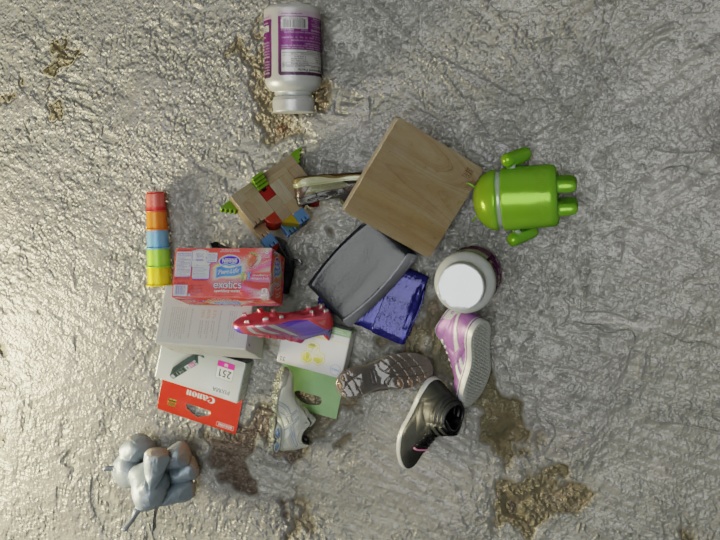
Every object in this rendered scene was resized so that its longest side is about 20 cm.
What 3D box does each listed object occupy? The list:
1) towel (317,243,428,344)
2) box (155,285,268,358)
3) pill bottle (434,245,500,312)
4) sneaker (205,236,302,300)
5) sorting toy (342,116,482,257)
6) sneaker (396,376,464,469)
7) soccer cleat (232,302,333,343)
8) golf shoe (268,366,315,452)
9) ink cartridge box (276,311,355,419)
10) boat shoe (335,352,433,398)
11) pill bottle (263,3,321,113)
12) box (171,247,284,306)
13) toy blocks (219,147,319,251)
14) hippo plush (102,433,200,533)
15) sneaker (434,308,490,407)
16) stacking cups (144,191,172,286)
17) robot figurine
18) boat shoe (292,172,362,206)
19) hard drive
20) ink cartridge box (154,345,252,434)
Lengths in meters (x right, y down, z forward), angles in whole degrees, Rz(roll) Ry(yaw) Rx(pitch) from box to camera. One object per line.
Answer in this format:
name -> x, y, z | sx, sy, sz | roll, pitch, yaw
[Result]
towel -> 0.026, 0.045, 1.729 | 0.199, 0.050, 0.148 | 22, 95, 11
box -> -0.302, 0.106, 1.771 | 0.199, 0.098, 0.125 | 3, 74, 14
pill bottle -> 0.198, 0.017, 1.589 | 0.112, 0.200, 0.113 | 2, 98, 14
sneaker -> -0.214, -0.030, 1.768 | 0.200, 0.075, 0.114 | 32, 98, 8
sorting toy -> 0.093, -0.161, 1.639 | 0.199, 0.070, 0.199 | 28, 100, -20
sneaker -> 0.138, 0.319, 1.697 | 0.099, 0.070, 0.201 | 34, 108, 48
soccer cleat -> -0.149, 0.114, 1.694 | 0.199, 0.067, 0.077 | -7, 110, -16
golf shoe -> -0.139, 0.285, 1.782 | 0.097, 0.078, 0.201 | 3, 119, -5
ink cartridge box -> -0.100, 0.199, 1.779 | 0.145, 0.048, 0.201 | 14, 98, 12
boat shoe -> 0.046, 0.206, 1.729 | 0.199, 0.073, 0.075 | -9, 86, -5
pill bottle -> -0.131, -0.408, 1.676 | 0.112, 0.112, 0.201 | 2, 97, 14
box -> -0.256, 0.013, 1.683 | 0.199, 0.095, 0.103 | -1, 79, 11
toy blocks -> -0.158, -0.129, 1.712 | 0.200, 0.100, 0.137 | -38, 86, -16
hippo plush -> -0.456, 0.444, 1.874 | 0.160, 0.159, 0.201 | 19, 86, 42
sneaker -> 0.195, 0.163, 1.695 | 0.114, 0.072, 0.201 | 27, 123, 43
stacking cups -> -0.434, -0.067, 1.828 | 0.060, 0.060, 0.201 | -3, 93, 15
robot figurine -> 0.299, -0.135, 1.596 | 0.199, 0.116, 0.176 | -4, 108, 15
boat shoe -> -0.032, -0.158, 1.687 | 0.199, 0.073, 0.065 | -3, 97, -3
hard drive -> 0.000, 0.000, 1.686 | 0.135, 0.042, 0.200 | 46, 100, 8
ink cartridge box -> -0.345, 0.248, 1.850 | 0.199, 0.044, 0.174 | 15, 99, 12
